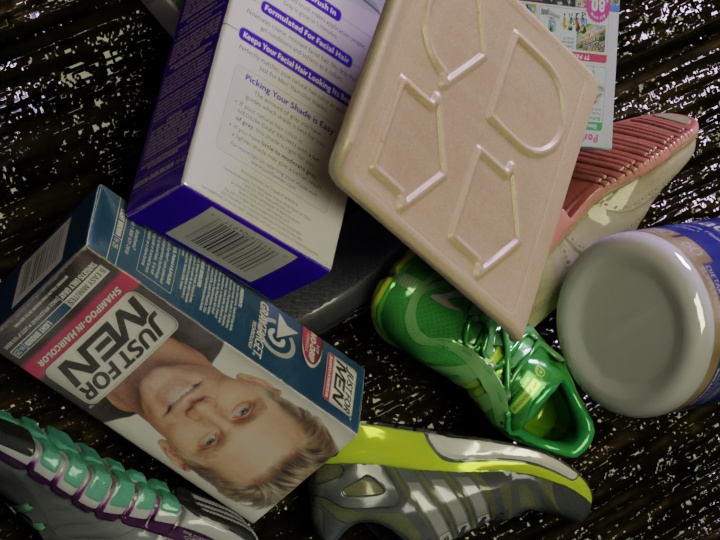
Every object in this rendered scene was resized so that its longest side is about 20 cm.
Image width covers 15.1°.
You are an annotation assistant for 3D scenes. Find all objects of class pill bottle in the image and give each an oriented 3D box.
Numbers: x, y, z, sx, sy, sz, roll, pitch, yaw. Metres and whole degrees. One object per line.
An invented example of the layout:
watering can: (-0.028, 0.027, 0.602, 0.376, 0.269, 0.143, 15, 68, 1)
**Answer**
pill bottle: (0.225, 0.025, 1.725, 0.199, 0.115, 0.117, -9, 88, -49)

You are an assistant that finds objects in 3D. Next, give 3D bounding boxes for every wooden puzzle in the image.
wooden puzzle: (0.055, -0.083, 1.585, 0.200, 0.046, 0.186, 43, 55, -39)

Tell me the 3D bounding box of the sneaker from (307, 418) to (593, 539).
sneaker: (0.051, 0.139, 1.662, 0.199, 0.074, 0.082, 10, 88, -23)

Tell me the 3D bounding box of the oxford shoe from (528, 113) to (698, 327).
oxford shoe: (0.147, -0.034, 1.746, 0.200, 0.071, 0.074, -35, 122, -26)

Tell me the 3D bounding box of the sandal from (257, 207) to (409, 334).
sandal: (0.001, 0.000, 1.647, 0.200, 0.076, 0.043, -33, 126, -29)

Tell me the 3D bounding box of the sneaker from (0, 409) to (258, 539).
sneaker: (-0.159, 0.148, 1.534, 0.199, 0.074, 0.088, 26, 94, -15)

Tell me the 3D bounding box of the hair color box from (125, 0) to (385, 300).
hair color box: (-0.056, -0.098, 1.561, 0.109, 0.065, 0.201, 31, 56, -27)

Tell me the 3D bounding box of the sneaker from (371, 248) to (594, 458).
sneaker: (0.082, 0.049, 1.645, 0.200, 0.083, 0.074, 40, 83, -41)

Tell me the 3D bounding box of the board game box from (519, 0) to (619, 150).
board game box: (0.093, -0.179, 1.691, 0.147, 0.064, 0.202, 3, 91, -40)

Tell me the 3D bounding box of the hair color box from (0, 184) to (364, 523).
hair color box: (-0.104, 0.050, 1.552, 0.200, 0.100, 0.061, 35, 33, -21)

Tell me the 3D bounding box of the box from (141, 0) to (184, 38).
box: (-0.027, -0.182, 1.674, 0.145, 0.036, 0.200, 50, 62, -15)
